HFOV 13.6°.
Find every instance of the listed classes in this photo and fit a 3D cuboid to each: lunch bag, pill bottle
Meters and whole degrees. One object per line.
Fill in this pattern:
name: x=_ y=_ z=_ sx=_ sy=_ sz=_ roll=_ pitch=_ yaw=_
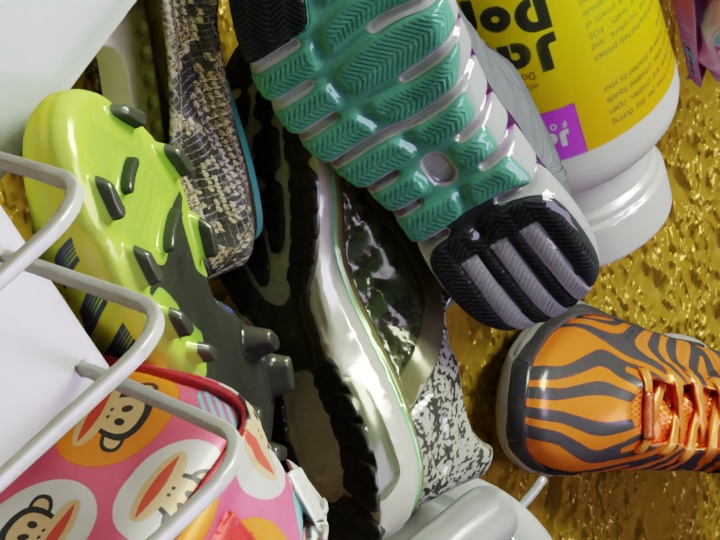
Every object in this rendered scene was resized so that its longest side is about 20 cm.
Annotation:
lunch bag: x=-0.106 y=0.117 z=0.937 sx=0.200 sy=0.175 sz=0.082 roll=-55 pitch=133 yaw=-29
pill bottle: x=0.063 y=-0.100 z=1.168 sx=0.104 sy=0.104 sz=0.201 roll=-49 pitch=133 yaw=-36

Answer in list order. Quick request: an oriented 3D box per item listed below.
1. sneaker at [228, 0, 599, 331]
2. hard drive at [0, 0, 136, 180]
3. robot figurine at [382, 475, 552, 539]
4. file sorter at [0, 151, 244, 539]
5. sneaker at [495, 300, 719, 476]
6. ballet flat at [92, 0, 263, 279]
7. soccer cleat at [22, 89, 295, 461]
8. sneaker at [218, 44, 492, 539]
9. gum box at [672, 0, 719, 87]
sneaker: x=0.014 y=-0.070 z=1.065 sx=0.200 sy=0.074 sz=0.088 roll=56 pitch=17 yaw=-31
hard drive: x=-0.133 y=-0.099 z=0.932 sx=0.200 sy=0.027 sz=0.132 roll=-54 pitch=130 yaw=-12
robot figurine: x=0.008 y=0.149 z=1.150 sx=0.200 sy=0.113 sz=0.170 roll=-35 pitch=164 yaw=-45
file sorter: x=-0.147 y=0.008 z=0.845 sx=0.139 sy=0.124 sz=0.200 roll=-42 pitch=119 yaw=-19
sneaker: x=0.149 y=0.058 z=1.323 sx=0.199 sy=0.112 sz=0.078 roll=-1 pitch=97 yaw=-54
ballet flat: x=-0.079 y=-0.084 z=1.033 sx=0.075 sy=0.068 sz=0.201 roll=-21 pitch=117 yaw=-33
soccer cleat: x=-0.084 y=0.013 z=1.008 sx=0.200 sy=0.083 sz=0.065 roll=64 pitch=28 yaw=-54
sneaker: x=0.000 y=0.000 z=1.112 sx=0.088 sy=0.077 sz=0.201 roll=-12 pitch=92 yaw=-41
gum box: x=0.187 y=-0.173 z=1.223 sx=0.200 sy=0.066 sz=0.114 roll=-58 pitch=148 yaw=-32
